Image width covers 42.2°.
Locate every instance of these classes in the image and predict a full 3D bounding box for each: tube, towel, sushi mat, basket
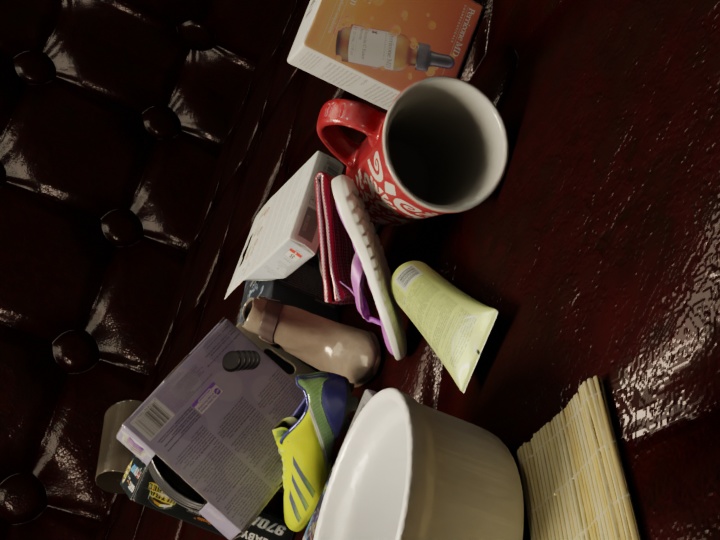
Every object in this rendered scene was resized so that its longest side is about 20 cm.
[{"bbox_3d":[0.078,0.043,0.881,0.200,0.052,0.058,-132,20,-69],"label":"tube"},{"bbox_3d":[-0.018,-0.034,1.085,0.200,0.022,0.146,6,-101,-80],"label":"towel"},{"bbox_3d":[0.137,0.164,0.584,0.096,0.012,0.201,-58,19,35],"label":"sushi mat"},{"bbox_3d":[-0.627,0.475,2.471,0.180,0.135,0.201,-48,29,38],"label":"basket"}]

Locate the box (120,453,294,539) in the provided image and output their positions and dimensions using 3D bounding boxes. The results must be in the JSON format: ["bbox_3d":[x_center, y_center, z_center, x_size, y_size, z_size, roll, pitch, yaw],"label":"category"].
[{"bbox_3d":[-0.192,0.289,1.157,0.046,0.199,0.159,-67,16,-12],"label":"box"}]

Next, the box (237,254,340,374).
[{"bbox_3d":[-0.103,0.054,1.341,0.149,0.106,0.201,-54,22,39],"label":"box"}]

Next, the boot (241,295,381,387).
[{"bbox_3d":[-0.069,0.079,1.122,0.071,0.145,0.200,-68,16,-7],"label":"boot"}]

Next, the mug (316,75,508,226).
[{"bbox_3d":[0.045,-0.131,1.001,0.133,0.178,0.200,-44,6,-14],"label":"mug"}]

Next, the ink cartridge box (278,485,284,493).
[{"bbox_3d":[-0.175,0.231,1.173,0.109,0.199,0.051,-25,46,67],"label":"ink cartridge box"}]

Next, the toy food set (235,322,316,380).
[{"bbox_3d":[-0.143,0.167,1.266,0.200,0.143,0.061,-52,5,45],"label":"toy food set"}]

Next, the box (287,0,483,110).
[{"bbox_3d":[0.030,-0.303,1.197,0.153,0.199,0.106,-69,15,-5],"label":"box"}]

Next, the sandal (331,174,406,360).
[{"bbox_3d":[0.002,0.000,0.992,0.082,0.049,0.204,-10,-98,-78],"label":"sandal"}]

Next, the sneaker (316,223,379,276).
[{"bbox_3d":[-0.004,-0.055,1.245,0.201,0.073,0.080,120,154,-46],"label":"sneaker"}]

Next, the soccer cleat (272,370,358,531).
[{"bbox_3d":[-0.065,0.201,1.045,0.065,0.083,0.201,-113,37,-65],"label":"soccer cleat"}]

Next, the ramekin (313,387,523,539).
[{"bbox_3d":[0.038,0.197,0.689,0.200,0.097,0.202,-161,90,-76],"label":"ramekin"}]

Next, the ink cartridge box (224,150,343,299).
[{"bbox_3d":[-0.107,-0.051,1.292,0.200,0.050,0.163,-41,27,49],"label":"ink cartridge box"}]

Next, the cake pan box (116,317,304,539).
[{"bbox_3d":[-0.157,0.185,1.096,0.200,0.184,0.052,-50,-1,-36],"label":"cake pan box"}]

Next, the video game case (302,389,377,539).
[{"bbox_3d":[0.003,0.230,0.921,0.183,0.023,0.200,-67,17,4],"label":"video game case"}]
